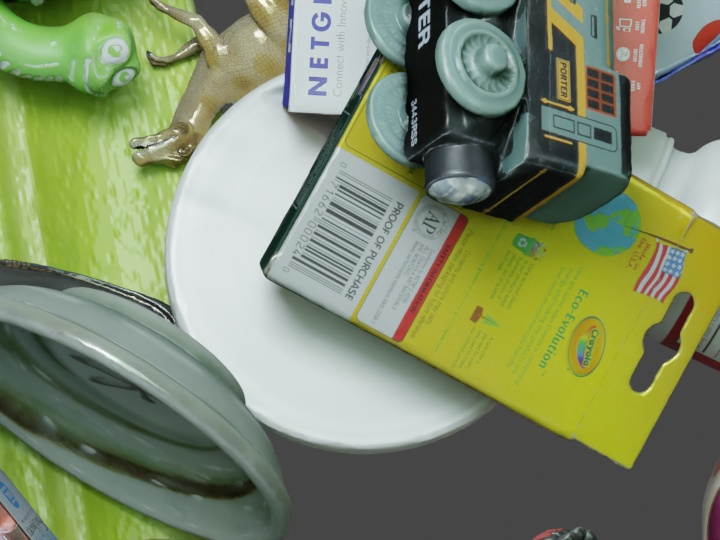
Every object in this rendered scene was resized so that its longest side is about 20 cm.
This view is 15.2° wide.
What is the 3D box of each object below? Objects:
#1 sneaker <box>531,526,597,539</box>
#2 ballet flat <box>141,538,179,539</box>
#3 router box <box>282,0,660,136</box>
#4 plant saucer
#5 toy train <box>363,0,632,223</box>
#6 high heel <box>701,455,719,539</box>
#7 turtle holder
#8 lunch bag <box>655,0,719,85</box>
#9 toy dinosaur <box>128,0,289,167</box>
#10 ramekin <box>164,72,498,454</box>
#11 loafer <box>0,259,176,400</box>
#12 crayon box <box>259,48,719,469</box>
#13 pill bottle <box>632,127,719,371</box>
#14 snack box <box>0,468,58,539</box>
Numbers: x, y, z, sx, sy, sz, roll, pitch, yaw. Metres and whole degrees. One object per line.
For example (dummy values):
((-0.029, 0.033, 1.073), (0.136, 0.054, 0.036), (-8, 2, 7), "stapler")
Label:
((0.072, 0.184, 1.299), (0.098, 0.200, 0.071), (-35, 90, 22), "sneaker")
((-0.026, 0.181, 1.329), (0.200, 0.071, 0.065), (36, 115, -3), "ballet flat")
((0.057, -0.170, 1.310), (0.179, 0.049, 0.201), (2, 96, -6), "router box")
((-0.111, 0.058, 1.282), (0.200, 0.200, 0.050), (29, 69, 2), "plant saucer")
((0.066, -0.114, 1.221), (0.114, 0.085, 0.201), (16, 59, -28), "toy train")
((0.208, 0.143, 1.339), (0.096, 0.067, 0.200), (27, 109, 5), "high heel")
((-0.162, -0.195, 1.373), (0.131, 0.141, 0.186), (-7, 62, -7), "turtle holder")
((0.111, -0.186, 1.406), (0.170, 0.124, 0.200), (-29, 93, -12), "lunch bag")
((-0.044, -0.131, 1.406), (0.200, 0.058, 0.101), (-35, 79, 14), "toy dinosaur")
((0.000, 0.000, 1.366), (0.202, 0.094, 0.203), (1, 76, -5), "ramekin")
((-0.186, 0.027, 1.353), (0.199, 0.072, 0.073), (3, 75, -5), "loafer")
((0.068, -0.007, 1.278), (0.200, 0.051, 0.127), (29, 93, -7), "crayon box")
((0.209, 0.002, 1.376), (0.199, 0.112, 0.113), (26, 75, 2), "pill bottle")
((-0.255, 0.130, 1.290), (0.168, 0.068, 0.200), (-38, 92, 1), "snack box")
